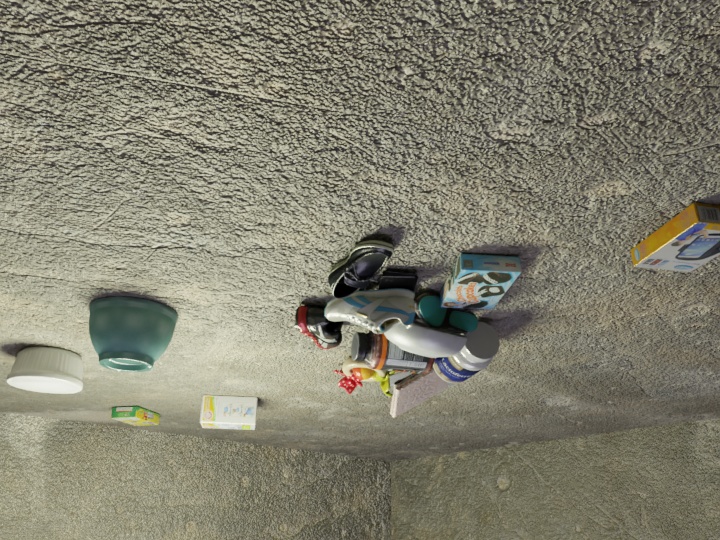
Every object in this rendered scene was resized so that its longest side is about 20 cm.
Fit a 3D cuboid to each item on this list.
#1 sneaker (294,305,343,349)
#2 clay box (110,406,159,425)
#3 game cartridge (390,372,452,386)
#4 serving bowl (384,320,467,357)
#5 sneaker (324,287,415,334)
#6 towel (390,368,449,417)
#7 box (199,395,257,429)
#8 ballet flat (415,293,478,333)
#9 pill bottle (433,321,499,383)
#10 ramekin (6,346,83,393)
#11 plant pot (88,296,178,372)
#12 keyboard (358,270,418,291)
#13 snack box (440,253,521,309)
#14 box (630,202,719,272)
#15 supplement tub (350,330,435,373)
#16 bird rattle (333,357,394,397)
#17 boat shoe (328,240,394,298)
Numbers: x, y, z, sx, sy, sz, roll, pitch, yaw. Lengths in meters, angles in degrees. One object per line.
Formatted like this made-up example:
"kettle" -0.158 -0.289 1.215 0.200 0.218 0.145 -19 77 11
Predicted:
"sneaker" -0.075 0.136 1.468 0.098 0.071 0.200 -6 154 20
"clay box" -0.908 0.597 2.544 0.115 0.048 0.200 -5 157 12
"game cartridge" 0.192 0.346 1.978 0.200 0.041 0.133 -19 146 37
"serving bowl" 0.138 0.155 1.413 0.200 0.066 0.200 14 180 0
"sneaker" 0.016 0.089 1.303 0.200 0.081 0.077 -8 157 20
"towel" 0.177 0.337 1.817 0.200 0.032 0.191 -24 147 -17
"box" -0.486 0.527 2.313 0.200 0.102 0.113 5 155 -9
"ballet flat" 0.176 0.098 1.391 0.200 0.072 0.072 22 148 -37
"pill bottle" 0.263 0.204 1.560 0.116 0.116 0.200 6 155 -12
"ramekin" -0.896 0.286 1.793 0.202 0.094 0.202 1 156 0
"plant pot" -0.536 0.160 1.455 0.200 0.134 0.200 0 156 0
"keyboard" 0.049 0.045 1.327 0.127 0.021 0.200 1 155 -3
"snack box" 0.236 0.026 1.256 0.116 0.037 0.200 3 156 -3
"box" 0.568 -0.047 1.084 0.119 0.042 0.200 5 153 -10
"supplement tub" 0.080 0.199 1.566 0.200 0.107 0.107 8 155 -15
"bird rattle" 0.011 0.293 1.833 0.200 0.113 0.163 5 147 22
"boat shoe" 0.000 0.000 1.175 0.075 0.062 0.200 16 150 -27
